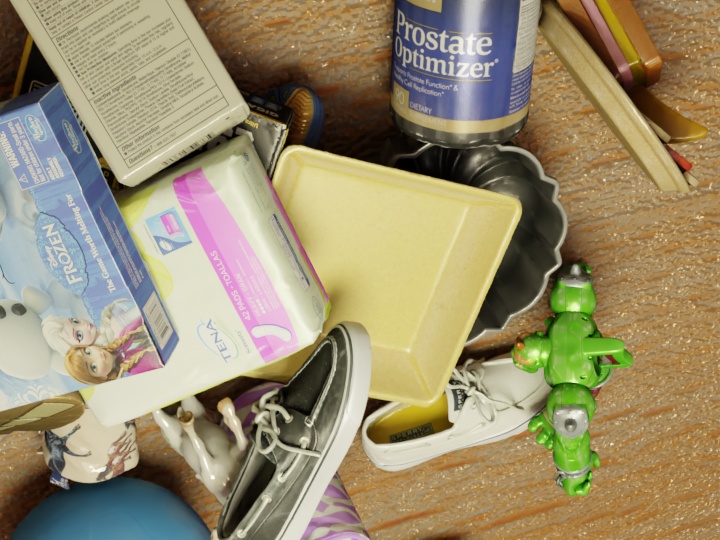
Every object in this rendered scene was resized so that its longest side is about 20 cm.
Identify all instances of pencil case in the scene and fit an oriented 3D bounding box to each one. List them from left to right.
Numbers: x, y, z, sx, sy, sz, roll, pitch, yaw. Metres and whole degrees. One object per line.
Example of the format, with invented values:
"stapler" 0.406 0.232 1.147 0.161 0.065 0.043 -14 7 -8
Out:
"pencil case" -0.232 0.080 1.096 0.088 0.078 0.202 0 121 -1
"pencil case" -0.058 0.188 1.145 0.085 0.201 0.084 -38 135 9

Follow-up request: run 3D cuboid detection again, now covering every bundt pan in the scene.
"bundt pan" 0.067 -0.038 1.116 0.199 0.076 0.204 -6 123 -10

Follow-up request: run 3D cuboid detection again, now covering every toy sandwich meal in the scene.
"toy sandwich meal" 0.207 -0.153 1.032 0.070 0.206 0.205 -37 124 10

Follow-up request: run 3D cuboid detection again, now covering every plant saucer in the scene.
"plant saucer" 0.000 0.000 1.049 0.197 0.049 0.202 11 118 -20

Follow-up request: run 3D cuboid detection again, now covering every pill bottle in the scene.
"pill bottle" 0.080 -0.204 1.001 0.110 0.112 0.202 -7 122 -13

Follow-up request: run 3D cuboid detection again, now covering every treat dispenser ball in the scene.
"treat dispenser ball" -0.214 0.279 1.150 0.198 0.202 0.203 -8 123 -12

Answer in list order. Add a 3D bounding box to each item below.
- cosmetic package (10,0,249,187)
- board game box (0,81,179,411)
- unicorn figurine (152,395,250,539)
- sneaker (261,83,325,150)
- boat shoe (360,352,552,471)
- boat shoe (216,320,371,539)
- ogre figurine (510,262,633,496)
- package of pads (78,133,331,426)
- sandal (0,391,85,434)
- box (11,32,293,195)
"cosmetic package" -0.168 -0.169 0.908 0.104 0.071 0.202 -30 91 -2
"board game box" -0.253 -0.003 0.918 0.197 0.043 0.202 -15 113 18
"unicorn figurine" -0.128 0.154 1.106 0.073 0.201 0.139 -19 129 -8
"sneaker" -0.067 -0.058 1.080 0.087 0.075 0.201 6 123 -38
"boat shoe" 0.091 0.116 1.212 0.199 0.075 0.086 -20 156 2
"boat shoe" -0.056 0.127 1.031 0.067 0.074 0.201 16 111 -30
"ogre figurine" 0.183 0.077 1.146 0.120 0.097 0.202 63 48 -67
"package of pads" -0.136 0.013 0.973 0.198 0.068 0.156 -21 109 15
"sandal" -0.285 0.101 1.058 0.080 0.199 0.055 4 78 -36
"box" -0.166 -0.078 0.999 0.198 0.049 0.161 21 112 -3
